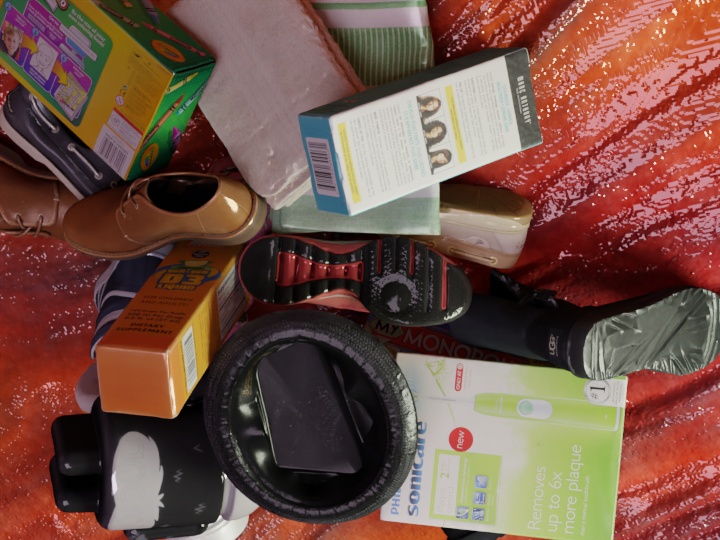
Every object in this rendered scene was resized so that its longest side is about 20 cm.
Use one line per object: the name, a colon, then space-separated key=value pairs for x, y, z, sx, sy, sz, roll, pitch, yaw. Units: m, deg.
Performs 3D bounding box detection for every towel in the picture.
towel: x=-0.009 y=-0.130 z=1.511 sx=0.152 sy=0.023 sz=0.201 roll=1 pitch=97 yaw=21
towel: x=-0.076 y=-0.163 z=1.503 sx=0.132 sy=0.034 sz=0.200 roll=-36 pitch=80 yaw=26

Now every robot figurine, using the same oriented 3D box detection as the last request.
robot figurine: x=-0.175 y=0.167 z=1.620 sx=0.199 sy=0.125 sz=0.150 roll=-2 pitch=161 yaw=-16

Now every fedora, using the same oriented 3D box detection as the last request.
fedora: x=-0.036 y=0.111 z=1.529 sx=0.200 sy=0.092 sz=0.201 roll=4 pitch=116 yaw=8

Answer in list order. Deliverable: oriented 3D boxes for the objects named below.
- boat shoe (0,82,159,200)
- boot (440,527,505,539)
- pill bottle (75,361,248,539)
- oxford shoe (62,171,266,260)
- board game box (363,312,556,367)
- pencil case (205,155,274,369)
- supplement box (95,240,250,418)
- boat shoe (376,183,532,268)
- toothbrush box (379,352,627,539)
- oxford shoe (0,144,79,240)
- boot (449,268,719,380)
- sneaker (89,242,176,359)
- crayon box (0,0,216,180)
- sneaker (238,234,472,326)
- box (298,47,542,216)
boat shoe: x=-0.231 y=-0.104 z=1.617 sx=0.200 sy=0.073 sz=0.063 roll=37 pitch=127 yaw=-1
boot: x=0.109 y=0.161 z=1.677 sx=0.198 sy=0.073 sz=0.163 roll=-34 pitch=98 yaw=25
pill bottle: x=-0.185 y=0.173 z=1.746 sx=0.113 sy=0.113 sz=0.200 roll=-12 pitch=115 yaw=23
oxford shoe: x=-0.180 y=-0.056 z=1.535 sx=0.199 sy=0.072 sz=0.071 roll=-8 pitch=153 yaw=30
board game box: x=0.088 y=0.113 z=1.630 sx=0.199 sy=0.029 sz=0.135 roll=18 pitch=89 yaw=7
pencil case: x=-0.119 y=-0.005 z=1.633 sx=0.083 sy=0.087 sz=0.200 roll=9 pitch=125 yaw=-13
supplement box: x=-0.152 y=0.043 z=1.498 sx=0.066 sy=0.200 sz=0.069 roll=4 pitch=116 yaw=14
boat shoe: x=0.046 y=-0.041 z=1.567 sx=0.199 sy=0.074 sz=0.069 roll=11 pitch=117 yaw=10
toothbrush box: x=0.125 y=0.152 z=1.566 sx=0.199 sy=0.086 sz=0.146 roll=6 pitch=87 yaw=8
oxford shoe: x=-0.294 y=-0.051 z=1.657 sx=0.199 sy=0.071 sz=0.071 roll=22 pitch=134 yaw=4
boot: x=0.194 y=0.041 z=1.561 sx=0.168 sy=0.200 sz=0.077 roll=17 pitch=109 yaw=48
sneaker: x=-0.211 y=0.052 z=1.642 sx=0.070 sy=0.109 sz=0.200 roll=12 pitch=155 yaw=-10
crayon box: x=-0.227 y=-0.186 z=1.532 sx=0.200 sy=0.058 sz=0.119 roll=42 pitch=126 yaw=17
sneaker: x=0.000 y=0.000 z=1.555 sx=0.199 sy=0.087 sz=0.074 roll=9 pitch=96 yaw=7
box: x=0.050 y=-0.114 z=1.447 sx=0.049 sy=0.200 sz=0.083 roll=13 pitch=119 yaw=55
